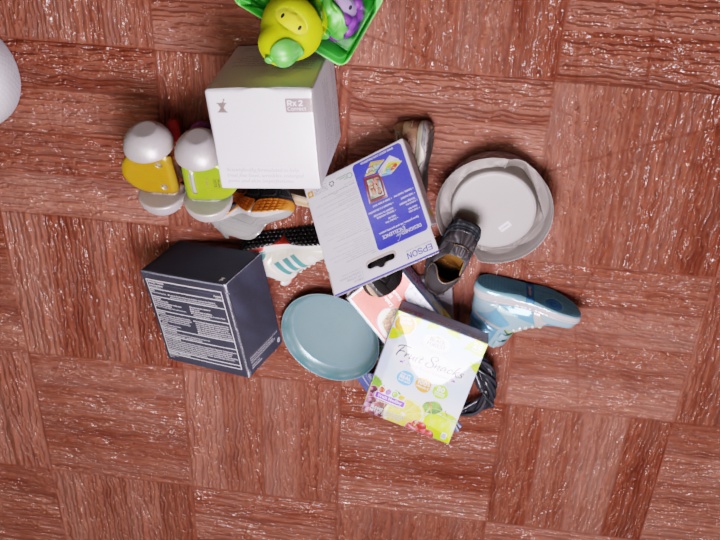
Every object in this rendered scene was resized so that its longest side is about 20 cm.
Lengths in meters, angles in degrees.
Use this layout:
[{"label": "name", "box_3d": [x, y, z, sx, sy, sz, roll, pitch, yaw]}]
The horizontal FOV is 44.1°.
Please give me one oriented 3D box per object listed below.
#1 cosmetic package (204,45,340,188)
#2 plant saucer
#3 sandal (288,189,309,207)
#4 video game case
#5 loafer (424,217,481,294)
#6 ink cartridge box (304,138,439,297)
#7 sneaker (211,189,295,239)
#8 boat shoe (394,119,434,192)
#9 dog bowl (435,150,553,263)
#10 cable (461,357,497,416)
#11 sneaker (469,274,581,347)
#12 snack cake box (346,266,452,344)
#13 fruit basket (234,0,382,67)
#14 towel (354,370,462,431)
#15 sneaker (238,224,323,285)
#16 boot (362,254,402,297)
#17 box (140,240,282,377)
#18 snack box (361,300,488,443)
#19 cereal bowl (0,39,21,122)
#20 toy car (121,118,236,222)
[{"label": "cosmetic package", "box_3d": [-0.130, -0.245, 1.398, 0.163, 0.201, 0.166, 1, 123, 10]}, {"label": "plant saucer", "box_3d": [-0.056, 0.123, 1.701, 0.198, 0.027, 0.201, 10, 124, 15]}, {"label": "sandal", "box_3d": [-0.045, -0.097, 1.557, 0.210, 0.078, 0.070, 18, 127, 7]}, {"label": "video game case", "box_3d": [0.078, 0.091, 1.682, 0.198, 0.023, 0.183, -2, 121, 8]}, {"label": "loafer", "box_3d": [0.146, -0.008, 1.525, 0.072, 0.073, 0.200, 22, 147, 3]}, {"label": "ink cartridge box", "box_3d": [0.020, -0.082, 1.440, 0.197, 0.047, 0.201, -23, 75, 22]}, {"label": "sneaker", "box_3d": [-0.184, -0.098, 1.564, 0.199, 0.076, 0.092, 0, 139, 37]}, {"label": "boat shoe", "box_3d": [0.076, -0.155, 1.494, 0.071, 0.076, 0.202, 11, 103, 12]}, {"label": "dog bowl", "box_3d": [0.227, -0.112, 1.514, 0.198, 0.059, 0.201, 4, 123, 6]}, {"label": "cable", "box_3d": [0.180, 0.205, 1.706, 0.199, 0.051, 0.164, 30, 119, -10]}, {"label": "sneaker", "box_3d": [0.292, 0.092, 1.620, 0.198, 0.080, 0.131, 18, 121, 8]}, {"label": "snack cake box", "box_3d": [0.083, 0.084, 1.606, 0.115, 0.067, 0.200, -37, 96, 17]}, {"label": "fruit basket", "box_3d": [-0.084, -0.391, 1.305, 0.215, 0.216, 0.156, 29, 121, -10]}, {"label": "towel", "box_3d": [0.089, 0.247, 1.712, 0.199, 0.024, 0.145, 1, 134, 46]}, {"label": "sneaker", "box_3d": [-0.119, -0.023, 1.615, 0.198, 0.071, 0.094, -4, 124, 16]}, {"label": "boot", "box_3d": [0.000, 0.000, 1.534, 0.138, 0.200, 0.078, -26, 112, 26]}, {"label": "box", "box_3d": [-0.268, 0.066, 1.626, 0.199, 0.123, 0.200, 9, 126, 29]}, {"label": "snack box", "box_3d": [0.113, 0.177, 1.557, 0.167, 0.068, 0.201, 20, 105, 4]}, {"label": "cereal bowl", "box_3d": [-0.687, -0.324, 1.503, 0.198, 0.084, 0.201, 4, 122, 7]}, {"label": "toy car", "box_3d": [-0.292, -0.187, 1.492, 0.198, 0.151, 0.176, 8, 140, 8]}]
